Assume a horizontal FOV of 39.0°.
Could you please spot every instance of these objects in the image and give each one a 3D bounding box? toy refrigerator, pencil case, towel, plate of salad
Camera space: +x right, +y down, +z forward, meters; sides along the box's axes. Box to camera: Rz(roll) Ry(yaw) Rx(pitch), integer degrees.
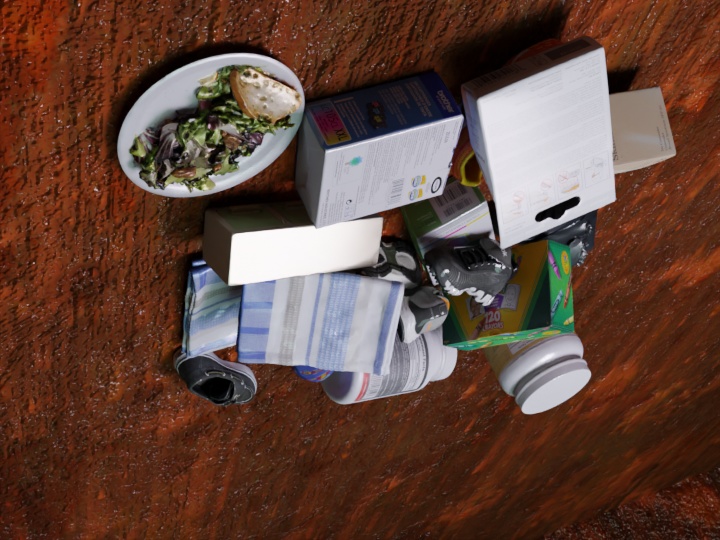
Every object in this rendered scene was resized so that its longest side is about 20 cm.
[{"bbox_3d":[-0.077,-0.041,1.177,0.197,0.076,0.071,-8,118,-31],"label":"toy refrigerator"},{"bbox_3d":[-0.067,0.095,1.376,0.076,0.089,0.200,-8,166,-3],"label":"pencil case"},{"bbox_3d":[-0.155,0.037,1.294,0.144,0.024,0.201,-16,149,-22],"label":"towel"},{"bbox_3d":[-0.144,-0.134,1.015,0.197,0.049,0.201,-21,152,-12],"label":"plate of salad"},{"bbox_3d":[-0.050,0.063,1.224,0.196,0.024,0.149,7,126,-7],"label":"towel"}]

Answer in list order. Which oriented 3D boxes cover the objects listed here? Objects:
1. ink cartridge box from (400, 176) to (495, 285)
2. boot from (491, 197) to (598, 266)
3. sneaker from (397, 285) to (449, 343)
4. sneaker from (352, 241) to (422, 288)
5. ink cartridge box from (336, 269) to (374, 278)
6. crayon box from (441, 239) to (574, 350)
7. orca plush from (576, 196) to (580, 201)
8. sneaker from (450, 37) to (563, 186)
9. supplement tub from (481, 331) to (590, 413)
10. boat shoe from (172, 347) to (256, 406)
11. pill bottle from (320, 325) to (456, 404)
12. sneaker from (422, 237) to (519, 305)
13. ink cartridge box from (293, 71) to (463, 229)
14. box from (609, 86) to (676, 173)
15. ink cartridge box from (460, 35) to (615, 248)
[{"bbox_3d":[0.125,-0.043,1.378,0.102,0.060,0.201,-27,151,-1],"label":"ink cartridge box"},{"bbox_3d":[0.269,-0.052,1.469,0.197,0.077,0.169,-25,148,-18],"label":"boot"},{"bbox_3d":[0.084,0.055,1.410,0.078,0.075,0.200,-16,-174,2],"label":"sneaker"},{"bbox_3d":[0.000,0.000,1.339,0.088,0.078,0.199,-30,150,29],"label":"sneaker"},{"bbox_3d":[-0.021,0.035,1.323,0.093,0.038,0.200,18,165,-1],"label":"ink cartridge box"},{"bbox_3d":[0.204,0.038,1.432,0.058,0.121,0.198,14,160,-41],"label":"crayon box"},{"bbox_3d":[0.249,-0.128,1.334,0.200,0.106,0.071,-44,-162,-19],"label":"orca plush"},{"bbox_3d":[0.176,-0.180,1.181,0.072,0.078,0.201,6,132,-43],"label":"sneaker"},{"bbox_3d":[0.260,0.106,1.587,0.142,0.202,0.145,-20,152,-12],"label":"supplement tub"},{"bbox_3d":[-0.201,0.162,1.438,0.068,0.057,0.200,-31,151,8],"label":"boat shoe"},{"bbox_3d":[0.042,0.130,1.531,0.197,0.117,0.116,-5,145,-35],"label":"pill bottle"},{"bbox_3d":[0.150,-0.011,1.325,0.090,0.067,0.199,-40,153,17],"label":"sneaker"},{"bbox_3d":[0.031,-0.136,1.130,0.196,0.077,0.137,-15,149,-18],"label":"ink cartridge box"},{"bbox_3d":[0.285,-0.164,1.263,0.197,0.097,0.077,-14,178,-26],"label":"box"},{"bbox_3d":[0.207,-0.144,1.152,0.160,0.050,0.202,-22,128,-10],"label":"ink cartridge box"}]
